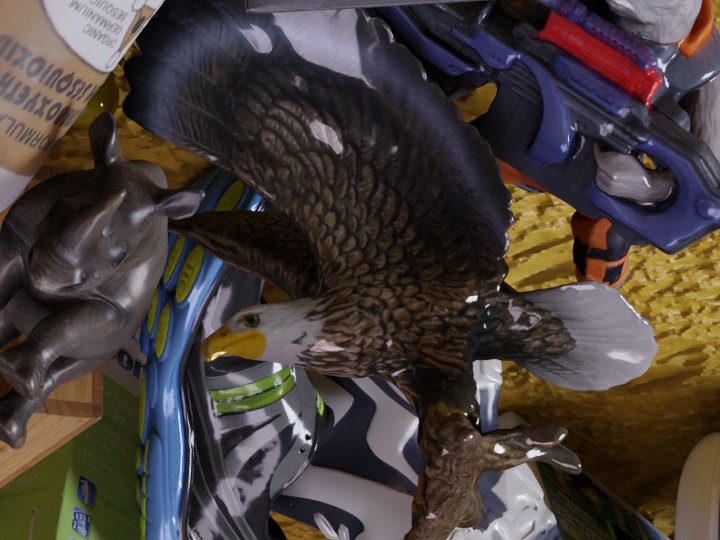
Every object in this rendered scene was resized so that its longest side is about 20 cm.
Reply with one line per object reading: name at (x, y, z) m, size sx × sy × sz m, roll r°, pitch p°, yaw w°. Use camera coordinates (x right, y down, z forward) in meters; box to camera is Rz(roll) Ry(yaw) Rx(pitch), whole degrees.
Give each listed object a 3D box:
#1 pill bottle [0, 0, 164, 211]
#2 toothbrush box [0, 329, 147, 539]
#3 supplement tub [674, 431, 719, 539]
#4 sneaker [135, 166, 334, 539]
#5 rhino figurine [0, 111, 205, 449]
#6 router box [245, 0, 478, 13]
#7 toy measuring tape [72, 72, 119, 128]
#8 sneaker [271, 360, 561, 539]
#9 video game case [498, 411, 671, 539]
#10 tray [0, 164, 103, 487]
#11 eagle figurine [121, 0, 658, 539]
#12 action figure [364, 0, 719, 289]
pill bottle at (-0.142, -0.081, 0.914) m, size 0.114 × 0.114 × 0.200 m, roll 33°, pitch 97°, yaw -36°
toothbrush box at (-0.121, 0.133, 1.260) m, size 0.086 × 0.201 × 0.146 m, roll -14°, pitch 143°, yaw 31°
supplement tub at (0.252, 0.139, 1.250) m, size 0.199 × 0.145 × 0.145 m, roll -4°, pitch 147°, yaw 18°
sneaker at (-0.051, 0.044, 1.183) m, size 0.082 × 0.071 × 0.200 m, roll 0°, pitch 116°, yaw -13°
rhino figurine at (-0.101, 0.000, 0.949) m, size 0.060 × 0.087 × 0.200 m, roll 44°, pitch 160°, yaw 1°
router box at (0.074, -0.127, 0.860) m, size 0.199 × 0.149 × 0.051 m, roll -2°, pitch 110°, yaw 15°
toy measuring tape at (-0.176, -0.082, 1.073) m, size 0.199 × 0.074 × 0.074 m, roll 11°, pitch 152°, yaw 25°
sneaker at (0.015, 0.113, 1.239) m, size 0.079 × 0.200 × 0.129 m, roll -19°, pitch -179°, yaw -39°
video game case at (0.140, 0.180, 1.308) m, size 0.022 × 0.183 × 0.200 m, roll -35°, pitch 133°, yaw 18°
tray at (-0.152, 0.035, 1.138) m, size 0.037 × 0.099 × 0.200 m, roll 7°, pitch 162°, yaw -22°
eagle figurine at (-0.005, 0.000, 1.014) m, size 0.152 × 0.200 × 0.151 m, roll -39°, pitch 152°, yaw 19°
action figure at (0.061, -0.073, 1.034) m, size 0.200 × 0.105 × 0.194 m, roll 39°, pitch 139°, yaw 5°
